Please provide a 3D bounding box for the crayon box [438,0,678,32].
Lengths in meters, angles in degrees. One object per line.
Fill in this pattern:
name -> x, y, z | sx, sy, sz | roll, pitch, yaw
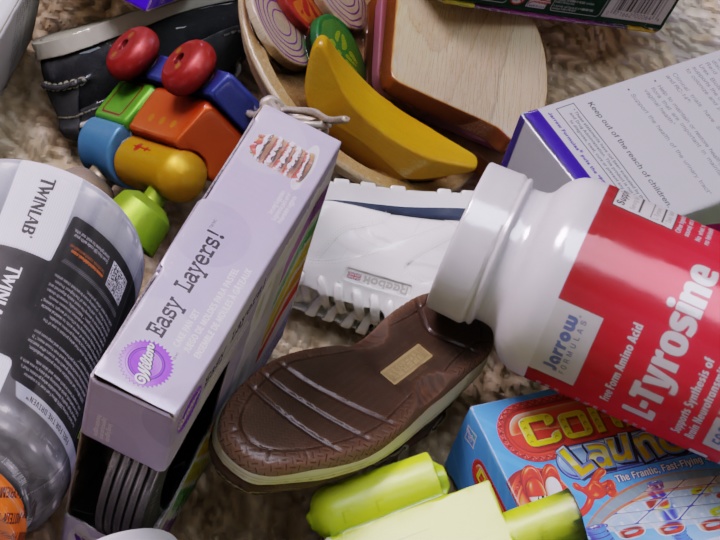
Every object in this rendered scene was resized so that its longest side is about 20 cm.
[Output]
crayon box -> 0.084, -0.226, 1.574 | 0.200, 0.058, 0.173 | 2, 39, -44

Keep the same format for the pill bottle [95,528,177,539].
pill bottle -> -0.083, 0.227, 1.182 | 0.116, 0.116, 0.200 | -17, 58, -27

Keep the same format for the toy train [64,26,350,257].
toy train -> -0.094, -0.056, 1.368 | 0.116, 0.085, 0.200 | -52, 31, -11

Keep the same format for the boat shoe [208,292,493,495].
boat shoe -> -0.006, 0.081, 1.336 | 0.075, 0.075, 0.202 | 45, 41, 21

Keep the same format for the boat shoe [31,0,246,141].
boat shoe -> -0.103, -0.130, 1.513 | 0.200, 0.072, 0.068 | -22, 98, -37

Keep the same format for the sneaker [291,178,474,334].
sneaker -> 0.000, 0.000, 1.422 | 0.200, 0.076, 0.081 | 0, 67, -11

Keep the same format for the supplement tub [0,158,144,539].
supplement tub -> -0.191, 0.051, 1.292 | 0.122, 0.123, 0.200 | 17, 49, -1

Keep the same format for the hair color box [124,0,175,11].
hair color box -> -0.125, -0.216, 1.508 | 0.109, 0.065, 0.200 | 28, 18, 8

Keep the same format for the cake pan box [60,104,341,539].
cake pan box -> -0.085, 0.043, 1.279 | 0.052, 0.184, 0.200 | 25, 53, 7

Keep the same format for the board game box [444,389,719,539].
board game box -> 0.176, 0.146, 1.357 | 0.200, 0.056, 0.196 | -11, 56, -23

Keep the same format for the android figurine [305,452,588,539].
android figurine -> 0.027, 0.179, 1.265 | 0.200, 0.041, 0.182 | -18, 57, -4

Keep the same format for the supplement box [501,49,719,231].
supplement box -> 0.187, -0.052, 1.492 | 0.200, 0.101, 0.103 | -21, 60, -28

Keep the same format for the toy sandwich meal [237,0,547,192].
toy sandwich meal -> 0.020, -0.127, 1.490 | 0.205, 0.070, 0.205 | 26, 44, -29

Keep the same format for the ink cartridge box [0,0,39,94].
ink cartridge box -> -0.280, -0.115, 1.428 | 0.146, 0.083, 0.200 | 20, 49, 2

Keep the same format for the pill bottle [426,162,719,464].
pill bottle -> 0.142, 0.020, 1.339 | 0.200, 0.112, 0.112 | 24, 50, 5
